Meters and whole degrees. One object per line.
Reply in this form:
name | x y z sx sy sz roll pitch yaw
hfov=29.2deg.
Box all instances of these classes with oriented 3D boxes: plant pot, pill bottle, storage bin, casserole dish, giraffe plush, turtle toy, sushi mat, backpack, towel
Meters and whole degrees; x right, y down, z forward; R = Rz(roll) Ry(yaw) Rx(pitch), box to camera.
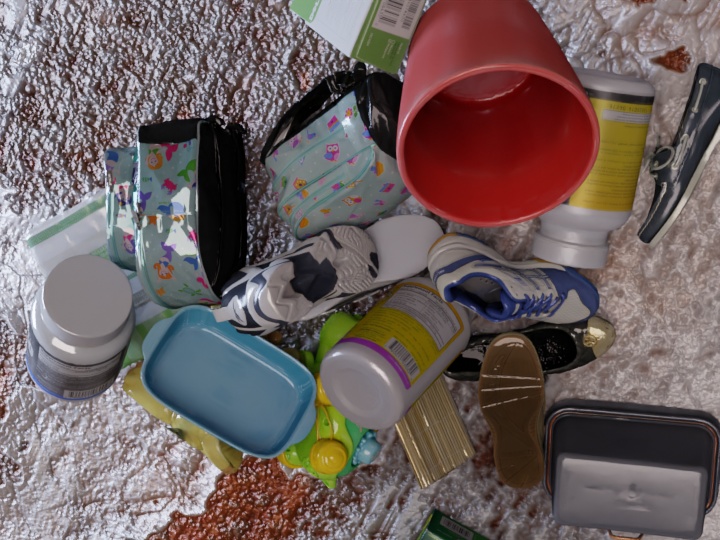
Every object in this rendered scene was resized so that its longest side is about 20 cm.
plant pot | 0.125 -0.173 1.365 0.200 0.177 0.201 -3 134 -3
pill bottle | 0.238 -0.108 1.455 0.112 0.112 0.200 11 103 9
storage bin | 0.292 0.233 1.504 0.200 0.134 0.146 5 102 12
casserole dish | -0.142 0.122 1.473 0.200 0.039 0.121 31 64 -3
pill bottle | 0.051 0.075 1.483 0.104 0.200 0.104 21 132 26
giraffe plush | -0.158 0.121 1.570 0.173 0.200 0.162 40 82 -6
turtle toy | -0.028 0.146 1.561 0.101 0.146 0.200 1 87 -24
sushi mat | 0.064 0.140 1.560 0.012 0.096 0.200 -17 99 47
backpack | -0.195 -0.056 1.512 0.150 0.178 0.200 -9 87 11
towel | -0.293 0.012 1.640 0.149 0.031 0.200 -26 98 18
pill bottle | -0.310 0.064 1.530 0.114 0.200 0.114 6 65 -14
backpack | -0.011 -0.118 1.479 0.200 0.167 0.127 -32 61 29

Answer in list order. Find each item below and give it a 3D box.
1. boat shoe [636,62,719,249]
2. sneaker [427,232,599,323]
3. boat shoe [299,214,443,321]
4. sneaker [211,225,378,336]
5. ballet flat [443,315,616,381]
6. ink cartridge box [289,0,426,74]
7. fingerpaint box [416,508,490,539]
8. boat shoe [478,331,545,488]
boat shoe | 0.336 -0.120 1.451 0.062 0.075 0.200 27 104 4
sneaker | 0.164 0.030 1.467 0.200 0.088 0.075 15 124 -13
boat shoe | 0.000 0.000 1.553 0.200 0.068 0.072 -30 87 -6
sneaker | -0.078 0.014 1.467 0.130 0.199 0.080 -14 106 39
ballet flat | 0.186 0.094 1.537 0.200 0.057 0.067 -13 99 14
ink cartridge box | -0.002 -0.289 1.454 0.059 0.200 0.104 15 107 -27
fingerpaint box | 0.130 0.403 1.605 0.200 0.073 0.167 29 106 5
boat shoe | 0.169 0.145 1.521 0.071 0.065 0.200 0 121 9
